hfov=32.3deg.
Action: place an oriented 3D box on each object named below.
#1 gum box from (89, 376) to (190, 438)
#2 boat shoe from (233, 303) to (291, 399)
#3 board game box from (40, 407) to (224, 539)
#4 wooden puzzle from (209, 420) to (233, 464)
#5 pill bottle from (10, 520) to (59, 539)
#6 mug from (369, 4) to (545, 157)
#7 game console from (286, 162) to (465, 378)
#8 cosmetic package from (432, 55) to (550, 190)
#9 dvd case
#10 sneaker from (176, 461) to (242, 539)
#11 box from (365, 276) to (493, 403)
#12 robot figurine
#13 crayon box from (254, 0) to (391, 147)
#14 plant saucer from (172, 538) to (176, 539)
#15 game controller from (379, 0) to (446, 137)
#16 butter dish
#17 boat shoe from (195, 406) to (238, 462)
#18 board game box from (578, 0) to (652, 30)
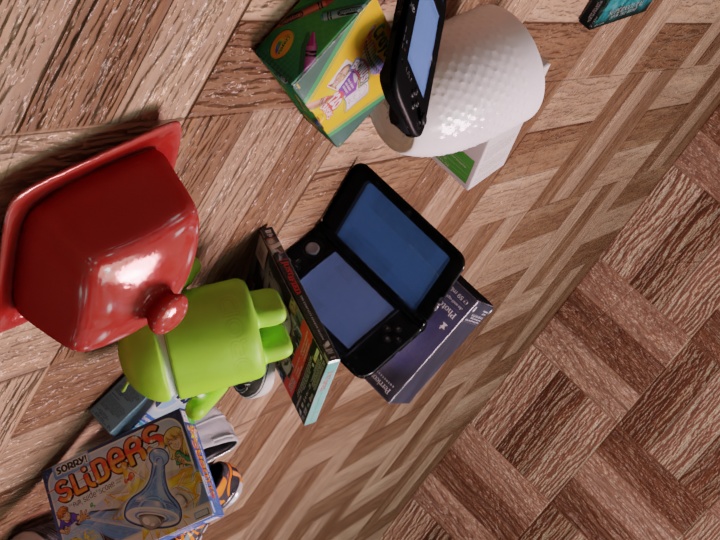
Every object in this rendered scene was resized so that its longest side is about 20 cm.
[{"bbox_3d":[-0.233,0.136,1.573,0.200,0.045,0.170,-44,163,-7],"label":"gum box"},{"bbox_3d":[-0.141,0.101,1.540,0.063,0.071,0.201,-19,152,-28],"label":"boat shoe"},{"bbox_3d":[-0.274,0.266,1.488,0.198,0.137,0.034,-25,162,11],"label":"board game box"},{"bbox_3d":[-0.294,0.300,1.817,0.199,0.037,0.186,-12,142,-55],"label":"wooden puzzle"},{"bbox_3d":[-0.374,0.376,1.656,0.107,0.106,0.200,-53,162,19],"label":"pill bottle"},{"bbox_3d":[0.090,-0.206,1.463,0.174,0.149,0.199,-28,-173,-28],"label":"mug"},{"bbox_3d":[0.000,0.000,1.568,0.175,0.200,0.117,-39,161,-23],"label":"game console"},{"bbox_3d":[0.157,-0.218,1.626,0.085,0.108,0.201,-35,158,-32],"label":"cosmetic package"},{"bbox_3d":[-0.088,0.068,1.516,0.022,0.201,0.147,-16,149,-26],"label":"dvd case"},{"bbox_3d":[-0.264,0.358,1.847,0.201,0.077,0.112,-51,158,-12],"label":"sneaker"},{"bbox_3d":[0.052,0.057,1.822,0.199,0.200,0.123,-49,163,8],"label":"box"},{"bbox_3d":[-0.179,0.078,1.385,0.198,0.116,0.177,-14,115,-9],"label":"robot figurine"},{"bbox_3d":[-0.024,-0.214,1.272,0.119,0.058,0.200,-48,163,0],"label":"crayon box"},{"bbox_3d":[-0.347,0.426,1.741,0.199,0.199,0.030,-32,115,-40],"label":"plant saucer"},{"bbox_3d":[0.057,-0.238,1.272,0.105,0.042,0.202,73,24,-58],"label":"game controller"},{"bbox_3d":[-0.215,-0.003,1.126,0.199,0.148,0.200,-33,159,-40],"label":"butter dish"},{"bbox_3d":[-0.236,0.245,1.615,0.199,0.068,0.072,-22,152,-56],"label":"boat shoe"},{"bbox_3d":[0.420,-0.443,1.898,0.199,0.028,0.136,-28,155,-48],"label":"board game box"}]
